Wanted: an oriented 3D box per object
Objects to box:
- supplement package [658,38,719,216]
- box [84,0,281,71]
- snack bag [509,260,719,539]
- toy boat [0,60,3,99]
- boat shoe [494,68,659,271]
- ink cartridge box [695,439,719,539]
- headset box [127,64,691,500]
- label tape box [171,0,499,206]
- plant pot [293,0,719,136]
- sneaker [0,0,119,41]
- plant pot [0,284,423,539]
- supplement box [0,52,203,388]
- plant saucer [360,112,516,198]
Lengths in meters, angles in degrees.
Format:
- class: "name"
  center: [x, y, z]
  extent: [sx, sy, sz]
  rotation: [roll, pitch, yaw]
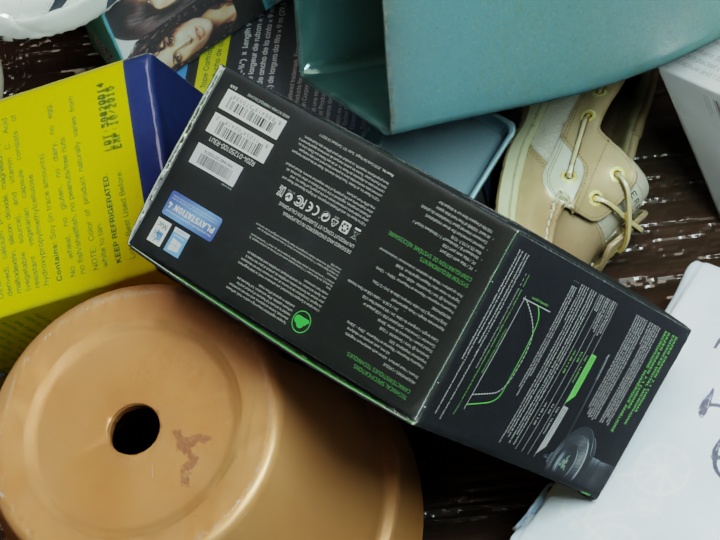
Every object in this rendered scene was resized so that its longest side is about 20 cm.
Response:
- class: "supplement package"
  center: [0.264, -0.105, 1.303]
  extent: [0.200, 0.110, 0.114]
  rotation: [-41, 39, -16]
- class: "box"
  center: [-0.057, -0.181, 1.383]
  extent: [0.200, 0.082, 0.049]
  rotation: [-35, 56, -10]
- class: "snack bag"
  center: [0.193, 0.089, 1.214]
  extent: [0.199, 0.021, 0.189]
  rotation: [24, 64, 27]
- class: "toy boat"
  center: [-0.281, -0.090, 1.377]
  extent: [0.130, 0.200, 0.131]
  rotation: [-13, 76, -40]
- class: "boat shoe"
  center: [0.110, -0.044, 1.334]
  extent: [0.066, 0.074, 0.201]
  rotation: [-1, 56, 19]
- class: "ink cartridge box"
  center: [0.211, 0.100, 1.236]
  extent: [0.094, 0.037, 0.201]
  rotation: [8, 56, 17]
- class: "headset box"
  center: [0.028, 0.009, 1.189]
  extent: [0.174, 0.200, 0.093]
  rotation: [31, 93, 32]
- class: "label tape box"
  center: [-0.026, -0.105, 1.414]
  extent: [0.199, 0.063, 0.145]
  rotation: [-1, 56, 14]
- class: "plant pot"
  center: [0.080, -0.160, 1.261]
  extent: [0.199, 0.142, 0.141]
  rotation: [-10, 17, -17]
- class: "sneaker"
  center: [-0.124, -0.197, 1.281]
  extent: [0.198, 0.130, 0.080]
  rotation: [-21, 55, 0]
- class: "plant pot"
  center: [-0.083, 0.095, 1.221]
  extent: [0.199, 0.140, 0.201]
  rotation: [-7, 63, 13]
- class: "supplement box"
  center: [-0.162, -0.015, 1.316]
  extent: [0.199, 0.109, 0.110]
  rotation: [-16, 70, 16]
- class: "plant saucer"
  center: [0.000, 0.000, 1.319]
  extent: [0.070, 0.019, 0.201]
  rotation: [31, 88, 22]
